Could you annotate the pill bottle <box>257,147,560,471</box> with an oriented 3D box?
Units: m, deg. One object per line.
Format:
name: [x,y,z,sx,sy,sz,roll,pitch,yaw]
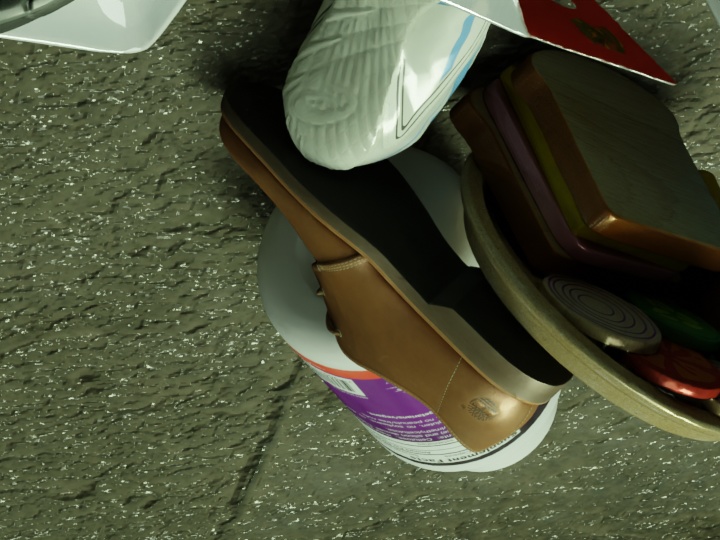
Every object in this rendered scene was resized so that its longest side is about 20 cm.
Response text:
pill bottle: [0.033,0.027,1.400,0.112,0.113,0.200,-19,151,12]

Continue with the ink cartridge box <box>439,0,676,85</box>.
ink cartridge box: [0.013,-0.145,0.992,0.200,0.160,0.047,17,113,-35]

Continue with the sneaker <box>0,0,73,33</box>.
sneaker: [-0.181,-0.108,1.077,0.199,0.073,0.082,-12,168,11]

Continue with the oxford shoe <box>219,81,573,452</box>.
oxford shoe: [0.000,0.000,1.265,0.071,0.200,0.071,-50,166,32]

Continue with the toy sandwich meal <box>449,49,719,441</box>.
toy sandwich meal: [0.128,-0.011,1.289,0.205,0.205,0.070,17,123,-41]

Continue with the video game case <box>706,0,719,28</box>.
video game case: [0.257,-0.068,1.252,0.143,0.200,0.018,-28,-171,9]

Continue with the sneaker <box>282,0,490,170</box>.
sneaker: [0.030,-0.123,1.198,0.072,0.072,0.200,-39,168,-48]

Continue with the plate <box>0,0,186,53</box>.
plate: [-0.132,-0.160,1.090,0.199,0.032,0.200,5,146,-30]
